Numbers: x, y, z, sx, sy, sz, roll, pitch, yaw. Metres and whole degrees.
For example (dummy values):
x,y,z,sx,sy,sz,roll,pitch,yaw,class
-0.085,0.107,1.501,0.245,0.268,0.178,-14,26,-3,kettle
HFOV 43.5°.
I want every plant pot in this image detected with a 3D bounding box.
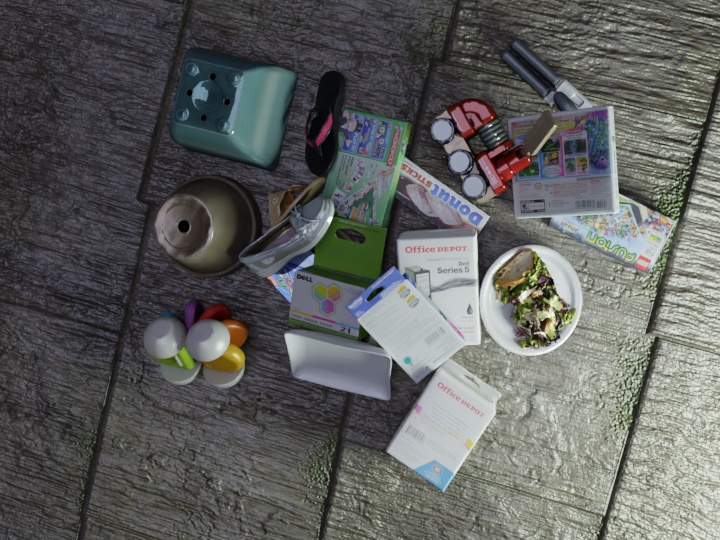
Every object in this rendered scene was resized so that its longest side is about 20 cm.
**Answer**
x,y,z,sx,sy,sz,roll,pitch,yaw,class
-0.249,-0.304,1.657,0.194,0.200,0.198,15,96,9,plant pot
-0.301,-0.083,1.690,0.198,0.174,0.202,0,93,8,plant pot

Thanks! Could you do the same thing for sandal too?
x,y,z,sx,sy,sz,roll,pitch,yaw,class
-0.158,-0.113,1.715,0.070,0.078,0.212,41,105,12,sandal
-0.075,-0.278,1.695,0.075,0.045,0.202,9,91,34,sandal

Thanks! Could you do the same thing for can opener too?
x,y,z,sx,sy,sz,roll,pitch,yaw,class
0.337,-0.341,1.627,0.200,0.066,0.053,45,100,10,can opener

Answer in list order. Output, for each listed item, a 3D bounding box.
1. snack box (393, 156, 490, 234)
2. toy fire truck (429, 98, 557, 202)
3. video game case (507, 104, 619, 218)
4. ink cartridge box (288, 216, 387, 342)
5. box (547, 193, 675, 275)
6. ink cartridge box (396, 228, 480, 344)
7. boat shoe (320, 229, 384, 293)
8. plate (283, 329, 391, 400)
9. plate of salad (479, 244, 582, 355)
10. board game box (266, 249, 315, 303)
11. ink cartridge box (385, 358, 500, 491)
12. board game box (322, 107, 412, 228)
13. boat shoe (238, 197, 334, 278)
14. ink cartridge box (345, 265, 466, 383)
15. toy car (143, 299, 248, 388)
x,y,z,sx,sy,sz,roll,pitch,yaw,class
0.141,-0.129,1.686,0.199,0.024,0.072,35,101,6,snack box
0.242,-0.238,1.603,0.199,0.129,0.177,-30,87,15,toy fire truck
0.357,-0.188,1.596,0.199,0.024,0.184,0,97,41,video game case
-0.043,0.011,1.651,0.146,0.076,0.202,14,105,21,ink cartridge box
0.452,-0.085,1.631,0.199,0.035,0.111,26,97,7,box
0.145,0.030,1.652,0.144,0.084,0.202,-3,101,10,ink cartridge box
0.002,-0.001,1.707,0.201,0.063,0.073,45,113,11,boat shoe
-0.036,0.168,1.666,0.198,0.200,0.033,13,60,9,plate
0.313,0.055,1.632,0.198,0.048,0.202,0,92,-11,plate of salad
-0.088,0.038,1.737,0.200,0.019,0.103,45,98,5,board game box
0.158,0.271,1.652,0.128,0.125,0.201,34,98,6,ink cartridge box
0.008,-0.191,1.691,0.133,0.029,0.202,17,96,20,board game box
-0.133,-0.066,1.652,0.201,0.065,0.075,-36,45,17,boat shoe
0.079,0.091,1.590,0.119,0.042,0.200,-39,109,14,ink cartridge box
-0.310,0.127,1.724,0.198,0.176,0.151,3,59,10,toy car
